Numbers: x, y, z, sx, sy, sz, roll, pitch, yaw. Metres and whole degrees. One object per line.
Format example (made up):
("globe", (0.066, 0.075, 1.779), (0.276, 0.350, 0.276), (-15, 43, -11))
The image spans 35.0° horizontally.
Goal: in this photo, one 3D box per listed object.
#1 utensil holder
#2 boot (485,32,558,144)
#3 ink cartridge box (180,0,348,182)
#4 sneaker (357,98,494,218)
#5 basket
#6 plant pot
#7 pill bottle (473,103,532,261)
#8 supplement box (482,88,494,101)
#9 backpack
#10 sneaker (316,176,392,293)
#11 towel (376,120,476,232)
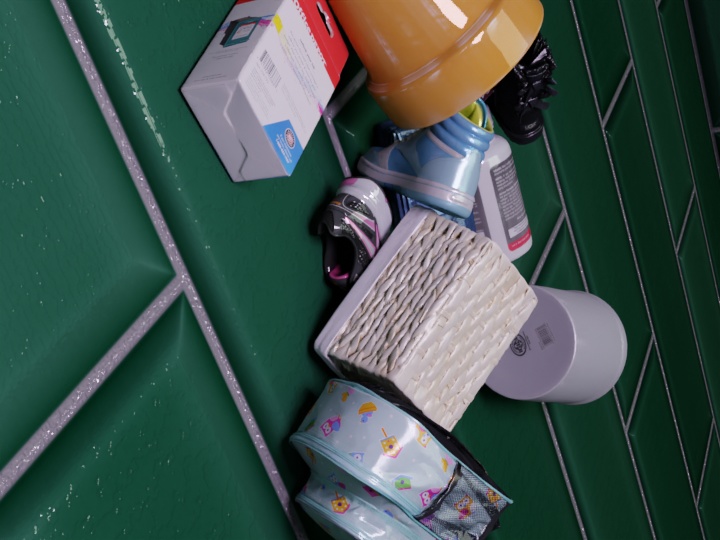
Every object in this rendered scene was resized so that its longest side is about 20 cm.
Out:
("utensil holder", (0.265, 0.106, 1.618), (0.200, 0.170, 0.170), (10, 77, -58))
("boot", (0.176, -0.266, 1.439), (0.198, 0.073, 0.163), (60, -8, 26))
("ink cartridge box", (-0.086, -0.195, 1.115), (0.116, 0.067, 0.200), (63, 35, -36))
("sneaker", (0.078, -0.139, 1.260), (0.079, 0.200, 0.131), (19, 96, -35))
("basket", (0.074, 0.053, 1.204), (0.200, 0.123, 0.136), (-55, 132, -13))
("plant pot", (0.057, -0.281, 1.187), (0.183, 0.200, 0.200), (46, 43, -25))
("pill bottle", (0.151, -0.112, 1.498), (0.111, 0.111, 0.200), (-47, 126, -54))
("supplement box", (0.076, -0.285, 1.381), (0.061, 0.109, 0.200), (-43, 132, -13))
("backpack", (0.022, 0.205, 1.136), (0.153, 0.176, 0.200), (-47, 119, -17))
("sneaker", (0.000, 0.000, 1.256), (0.086, 0.080, 0.200), (-45, 123, -34))
("towel", (0.088, -0.094, 1.403), (0.112, 0.049, 0.200), (-21, 105, -32))
